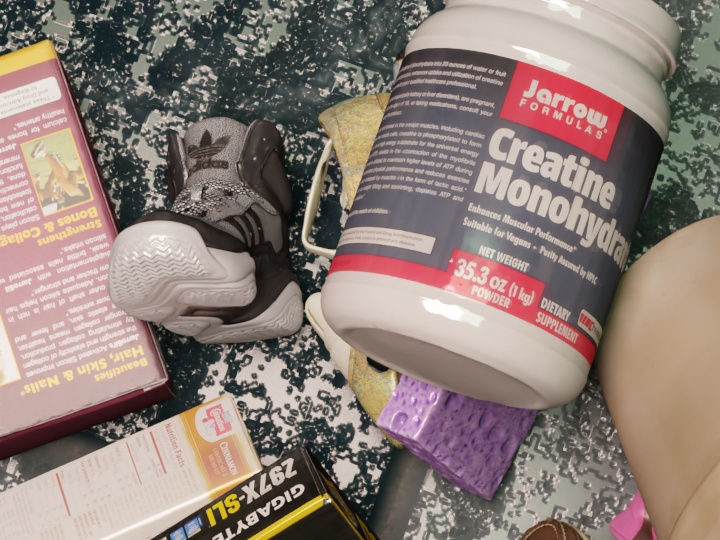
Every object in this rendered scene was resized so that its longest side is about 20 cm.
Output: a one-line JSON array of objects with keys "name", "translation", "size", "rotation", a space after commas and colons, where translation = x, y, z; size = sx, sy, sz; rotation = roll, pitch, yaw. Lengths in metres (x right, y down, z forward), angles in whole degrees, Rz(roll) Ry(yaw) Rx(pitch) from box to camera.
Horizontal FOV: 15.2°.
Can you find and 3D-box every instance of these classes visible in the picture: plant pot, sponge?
[{"name": "plant pot", "translation": [0.209, 0.070, 1.355], "size": [0.199, 0.200, 0.174], "rotation": [-31, 55, -4]}, {"name": "sponge", "translation": [0.087, 0.018, 1.468], "size": [0.030, 0.112, 0.201], "rotation": [23, 81, 33]}]

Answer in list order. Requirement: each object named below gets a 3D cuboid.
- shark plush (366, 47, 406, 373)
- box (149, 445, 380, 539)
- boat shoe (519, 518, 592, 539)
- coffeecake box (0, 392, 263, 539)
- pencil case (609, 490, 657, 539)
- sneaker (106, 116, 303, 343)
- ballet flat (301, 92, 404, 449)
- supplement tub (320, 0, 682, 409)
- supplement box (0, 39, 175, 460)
[{"name": "shark plush", "translation": [0.058, -0.033, 1.460], "size": [0.090, 0.083, 0.201], "rotation": [-1, 56, 21]}, {"name": "box", "translation": [-0.044, 0.200, 1.393], "size": [0.159, 0.200, 0.049], "rotation": [-33, 40, 2]}, {"name": "boat shoe", "translation": [0.086, 0.191, 1.405], "size": [0.075, 0.203, 0.075], "rotation": [41, 118, -21]}, {"name": "coffeecake box", "translation": [-0.127, 0.176, 1.422], "size": [0.199, 0.154, 0.073], "rotation": [-23, 38, -3]}, {"name": "pencil case", "translation": [0.233, 0.105, 1.467], "size": [0.200, 0.091, 0.094], "rotation": [-46, 49, -4]}, {"name": "sneaker", "translation": [-0.085, -0.030, 1.435], "size": [0.075, 0.200, 0.115], "rotation": [-7, 77, 14]}, {"name": "ballet flat", "translation": [0.000, 0.000, 1.493], "size": [0.070, 0.071, 0.201], "rotation": [0, 76, 0]}, {"name": "supplement tub", "translation": [0.073, -0.044, 1.352], "size": [0.140, 0.140, 0.201], "rotation": [19, 79, 3]}, {"name": "supplement box", "translation": [-0.185, -0.009, 1.484], "size": [0.110, 0.086, 0.201], "rotation": [-19, 82, -3]}]
